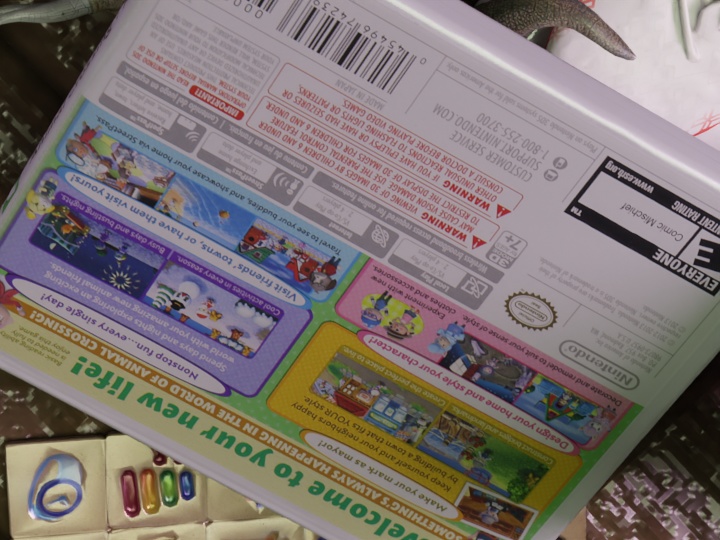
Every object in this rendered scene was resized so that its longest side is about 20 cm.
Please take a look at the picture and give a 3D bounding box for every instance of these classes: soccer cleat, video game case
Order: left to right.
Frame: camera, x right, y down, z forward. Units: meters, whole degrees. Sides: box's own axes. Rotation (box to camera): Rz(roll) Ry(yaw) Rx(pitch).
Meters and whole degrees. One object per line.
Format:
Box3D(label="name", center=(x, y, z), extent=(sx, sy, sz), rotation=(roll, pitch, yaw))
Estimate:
Box3D(label="video game case", center=(0.000, 0.000, 0.732), extent=(0.200, 0.022, 0.182), rotation=(29, 124, -11))
Box3D(label="soccer cleat", center=(0.137, -0.100, 0.716), extent=(0.200, 0.085, 0.069), rotation=(-36, 107, -2))

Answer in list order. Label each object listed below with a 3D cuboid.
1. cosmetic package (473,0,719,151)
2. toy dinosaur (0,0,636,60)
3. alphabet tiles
Box3D(label="cosmetic package", center=(0.069, -0.038, 0.799), extent=(0.101, 0.071, 0.200), rotation=(38, 95, -17))
Box3D(label="toy dinosaur", center=(-0.005, -0.079, 0.753), extent=(0.200, 0.077, 0.102), rotation=(25, 88, 22))
Box3D(label="alphabet tiles", center=(-0.019, 0.131, 0.858), extent=(0.200, 0.008, 0.167), rotation=(-4, 104, -10))
